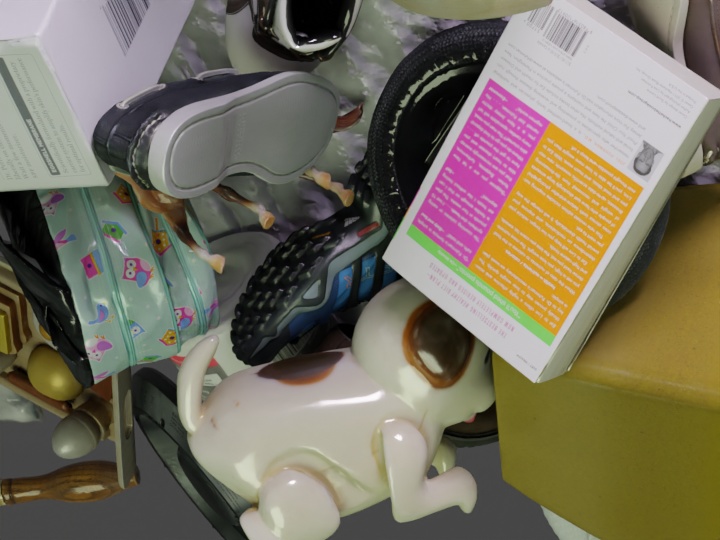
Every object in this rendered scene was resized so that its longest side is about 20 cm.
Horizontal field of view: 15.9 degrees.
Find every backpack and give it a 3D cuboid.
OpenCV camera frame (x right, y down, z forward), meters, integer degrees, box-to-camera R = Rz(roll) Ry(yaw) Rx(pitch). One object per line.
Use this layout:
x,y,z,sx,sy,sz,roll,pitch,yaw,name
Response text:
-0.173,-0.024,1.702,0.126,0.200,0.167,-24,136,-6,backpack

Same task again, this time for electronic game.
-0.103,0.152,1.911,0.200,0.042,0.200,48,167,15,electronic game

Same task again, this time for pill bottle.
-0.054,0.077,1.830,0.111,0.111,0.200,-11,129,31,pill bottle

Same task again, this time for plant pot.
0.189,0.064,1.664,0.176,0.200,0.200,10,138,18,plant pot

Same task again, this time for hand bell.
-0.272,0.173,2.058,0.200,0.104,0.104,-9,133,11,hand bell

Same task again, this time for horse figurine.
-0.087,-0.069,1.640,0.132,0.200,0.050,34,131,24,horse figurine

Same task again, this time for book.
0.110,-0.054,1.532,0.134,0.048,0.200,37,113,20,book

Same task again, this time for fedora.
0.107,-0.064,1.610,0.200,0.092,0.201,5,102,24,fedora

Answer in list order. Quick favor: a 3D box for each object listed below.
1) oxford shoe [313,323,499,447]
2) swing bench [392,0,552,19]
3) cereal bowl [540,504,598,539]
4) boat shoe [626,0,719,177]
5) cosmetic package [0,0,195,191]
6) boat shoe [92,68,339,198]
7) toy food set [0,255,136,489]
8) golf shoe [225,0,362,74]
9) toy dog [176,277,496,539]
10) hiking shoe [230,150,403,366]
0.055,0.071,1.776,0.200,0.073,0.085,5,120,-36,oxford shoe
0.032,-0.266,1.363,0.130,0.200,0.199,-4,133,25,swing bench
0.218,0.167,1.844,0.200,0.083,0.200,10,138,9,cereal bowl
0.197,-0.151,1.528,0.059,0.072,0.200,-21,122,-15,boat shoe
-0.229,-0.154,1.584,0.200,0.200,0.123,-1,134,23,cosmetic package
-0.083,-0.090,1.559,0.060,0.200,0.076,20,104,27,boat shoe
-0.250,0.069,1.906,0.200,0.060,0.144,26,141,21,toy food set
-0.044,-0.159,1.588,0.078,0.095,0.200,24,141,-6,golf shoe
-0.001,0.084,1.665,0.200,0.140,0.194,-37,98,7,toy dog
0.000,0.000,1.702,0.087,0.074,0.200,39,103,-26,hiking shoe
